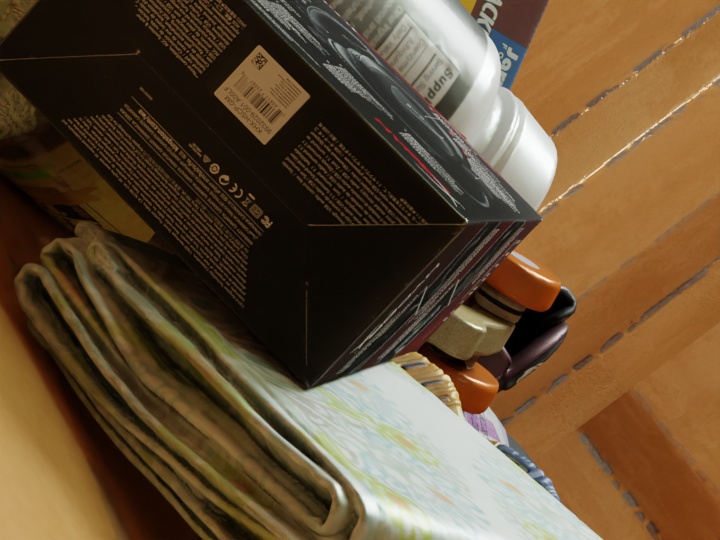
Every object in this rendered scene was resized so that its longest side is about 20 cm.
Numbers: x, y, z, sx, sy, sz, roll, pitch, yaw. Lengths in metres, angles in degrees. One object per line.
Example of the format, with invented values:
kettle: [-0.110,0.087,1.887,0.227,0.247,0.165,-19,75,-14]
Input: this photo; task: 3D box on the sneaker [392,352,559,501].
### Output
sneaker: [0.030,0.110,0.875,0.200,0.075,0.088,-121,-147,-60]

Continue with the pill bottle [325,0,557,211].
pill bottle: [-0.013,-0.091,0.901,0.200,0.114,0.114,46,5,-23]

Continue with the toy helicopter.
toy helicopter: [0.000,0.000,1.015,0.132,0.079,0.200,36,12,25]

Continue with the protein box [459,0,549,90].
protein box: [-0.050,-0.144,1.068,0.200,0.135,0.198,25,-2,-36]

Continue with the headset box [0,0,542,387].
headset box: [-0.021,-0.043,0.741,0.149,0.077,0.200,45,9,7]

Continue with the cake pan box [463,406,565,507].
cake pan box: [0.087,0.172,1.105,0.184,0.052,0.200,55,15,-27]

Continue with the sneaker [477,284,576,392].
sneaker: [0.081,0.037,1.237,0.076,0.115,0.200,54,20,-8]

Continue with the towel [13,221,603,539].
towel: [-0.005,0.064,0.691,0.200,0.048,0.171,24,14,-50]

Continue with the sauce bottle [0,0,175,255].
sauce bottle: [-0.099,-0.040,0.858,0.065,0.065,0.200,54,3,29]
